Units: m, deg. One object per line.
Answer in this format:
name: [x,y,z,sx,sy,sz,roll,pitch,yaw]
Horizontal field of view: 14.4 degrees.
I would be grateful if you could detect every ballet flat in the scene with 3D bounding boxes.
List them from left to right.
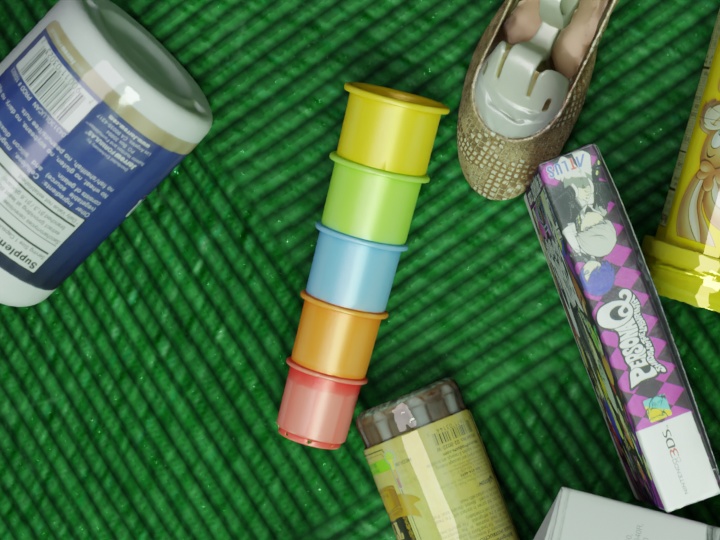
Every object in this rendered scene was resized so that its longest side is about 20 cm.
ballet flat: [0.099,-0.132,1.530,0.070,0.065,0.200,24,98,14]

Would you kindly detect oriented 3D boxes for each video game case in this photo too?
video game case: [0.132,0.032,1.459,0.036,0.200,0.181,-20,88,0]

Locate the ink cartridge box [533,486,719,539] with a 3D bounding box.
ink cartridge box: [0.176,0.191,1.453,0.200,0.146,0.085,13,66,-1]

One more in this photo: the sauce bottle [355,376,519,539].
sauce bottle: [0.059,0.161,1.554,0.065,0.065,0.200,-22,85,15]

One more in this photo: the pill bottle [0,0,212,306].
pill bottle: [-0.187,-0.051,1.589,0.200,0.111,0.111,-44,81,13]

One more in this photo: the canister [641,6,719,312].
canister: [0.239,-0.069,1.472,0.148,0.087,0.200,14,94,-6]

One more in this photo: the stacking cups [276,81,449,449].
stacking cups: [0.000,0.000,1.568,0.060,0.061,0.200,14,98,14]
